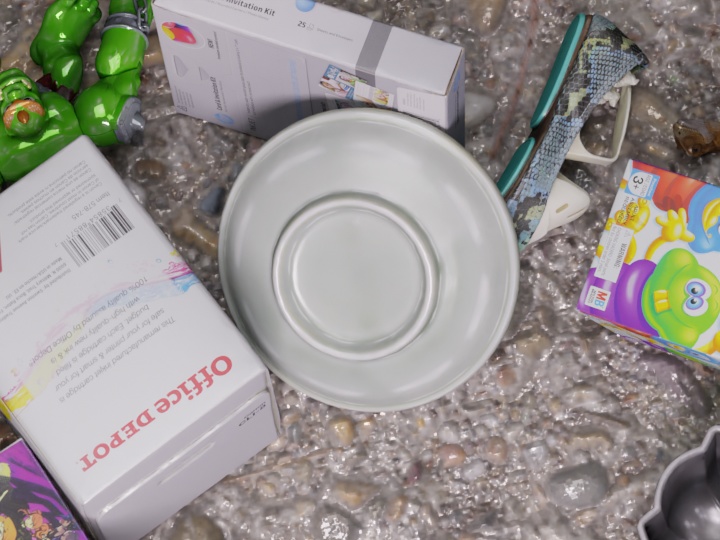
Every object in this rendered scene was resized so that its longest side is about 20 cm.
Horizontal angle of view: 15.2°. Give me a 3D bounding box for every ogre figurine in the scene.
[{"bbox_3d":[-0.219,-0.112,1.798,0.198,0.098,0.120,-11,52,-16],"label":"ogre figurine"}]

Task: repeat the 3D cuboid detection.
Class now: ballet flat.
[{"bbox_3d":[0.133,-0.074,1.777,0.074,0.074,0.201,25,78,11],"label":"ballet flat"}]

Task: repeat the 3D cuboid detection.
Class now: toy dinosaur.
[{"bbox_3d":[0.307,-0.106,1.788,0.198,0.060,0.107,3,105,5],"label":"toy dinosaur"}]

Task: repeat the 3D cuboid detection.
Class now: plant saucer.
[{"bbox_3d":[0.000,0.000,1.711,0.198,0.050,0.202,4,107,12],"label":"plant saucer"}]

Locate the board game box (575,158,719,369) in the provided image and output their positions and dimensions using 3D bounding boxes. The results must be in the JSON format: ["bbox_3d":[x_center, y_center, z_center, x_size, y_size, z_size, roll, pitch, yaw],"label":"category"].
[{"bbox_3d":[0.253,0.016,1.678,0.199,0.103,0.106,19,87,27],"label":"board game box"}]

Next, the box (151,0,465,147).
[{"bbox_3d":[-0.030,-0.123,1.753,0.199,0.156,0.041,17,69,10],"label":"box"}]

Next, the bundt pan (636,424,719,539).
[{"bbox_3d":[0.267,0.191,1.670,0.200,0.076,0.204,-1,72,3],"label":"bundt pan"}]

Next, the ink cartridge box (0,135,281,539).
[{"bbox_3d":[-0.165,0.052,1.707,0.145,0.145,0.200,-35,72,-10],"label":"ink cartridge box"}]

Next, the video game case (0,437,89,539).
[{"bbox_3d":[-0.224,0.228,1.602,0.181,0.036,0.200,-32,66,-10],"label":"video game case"}]
